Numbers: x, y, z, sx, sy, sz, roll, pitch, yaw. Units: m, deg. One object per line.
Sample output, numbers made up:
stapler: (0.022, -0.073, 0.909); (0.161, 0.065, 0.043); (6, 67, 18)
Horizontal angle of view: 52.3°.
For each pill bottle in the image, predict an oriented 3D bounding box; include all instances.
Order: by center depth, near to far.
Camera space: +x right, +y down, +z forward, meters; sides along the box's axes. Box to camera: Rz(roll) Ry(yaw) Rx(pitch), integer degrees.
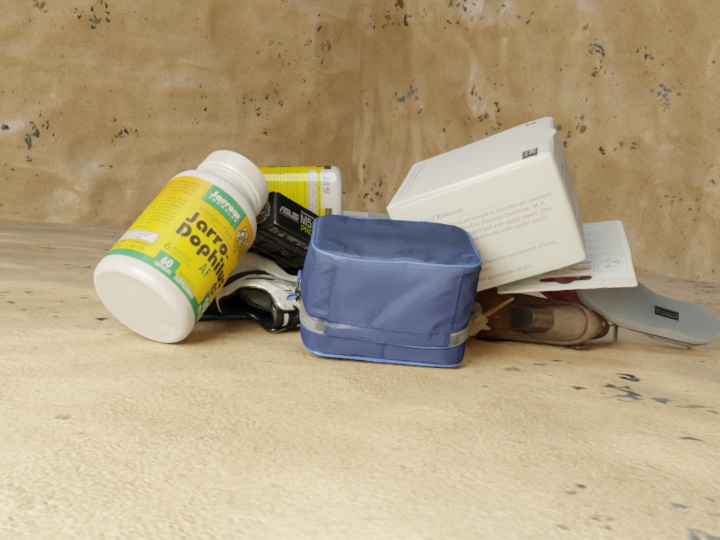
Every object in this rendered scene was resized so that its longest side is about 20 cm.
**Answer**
pill bottle: (-0.178, -0.033, 0.775); (0.112, 0.114, 0.201); (7, 47, 26)
pill bottle: (-0.124, -0.090, 1.020); (0.197, 0.111, 0.109); (-1, 5, -3)

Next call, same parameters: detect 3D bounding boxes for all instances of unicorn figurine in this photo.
unicorn figurine: (0.080, 0.048, 0.946); (0.197, 0.075, 0.137); (3, 14, -4)

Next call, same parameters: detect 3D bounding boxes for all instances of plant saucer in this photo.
plant saucer: (0.292, 0.012, 1.111); (0.200, 0.051, 0.201); (35, 10, -7)

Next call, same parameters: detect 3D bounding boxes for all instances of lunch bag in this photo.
lunch bag: (0.021, 0.027, 0.773); (0.197, 0.134, 0.136); (5, 22, -1)

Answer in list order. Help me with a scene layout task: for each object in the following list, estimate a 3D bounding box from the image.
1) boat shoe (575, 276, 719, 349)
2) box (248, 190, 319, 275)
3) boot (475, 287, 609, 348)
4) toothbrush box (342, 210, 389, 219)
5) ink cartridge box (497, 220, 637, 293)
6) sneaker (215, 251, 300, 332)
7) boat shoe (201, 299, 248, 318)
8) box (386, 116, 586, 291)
boat shoe: (0.378, 0.061, 1.005); (0.200, 0.075, 0.086); (16, -26, -4)
box: (-0.112, -0.030, 0.960); (0.159, 0.045, 0.199); (-14, -23, 30)
boot: (0.221, 0.063, 0.973); (0.145, 0.071, 0.199); (9, 3, -35)
toothbrush box: (0.022, -0.037, 1.402); (0.084, 0.148, 0.199); (6, 6, 28)
ink cartridge box: (0.258, -0.003, 0.927); (0.158, 0.048, 0.200); (-4, 24, 15)
sneaker: (-0.079, 0.047, 0.877); (0.198, 0.076, 0.088); (14, 34, -6)
boat shoe: (-0.191, 0.023, 0.937); (0.198, 0.070, 0.084); (2, 6, -36)
box: (0.159, -0.078, 0.894); (0.198, 0.132, 0.199); (-17, 17, 20)
